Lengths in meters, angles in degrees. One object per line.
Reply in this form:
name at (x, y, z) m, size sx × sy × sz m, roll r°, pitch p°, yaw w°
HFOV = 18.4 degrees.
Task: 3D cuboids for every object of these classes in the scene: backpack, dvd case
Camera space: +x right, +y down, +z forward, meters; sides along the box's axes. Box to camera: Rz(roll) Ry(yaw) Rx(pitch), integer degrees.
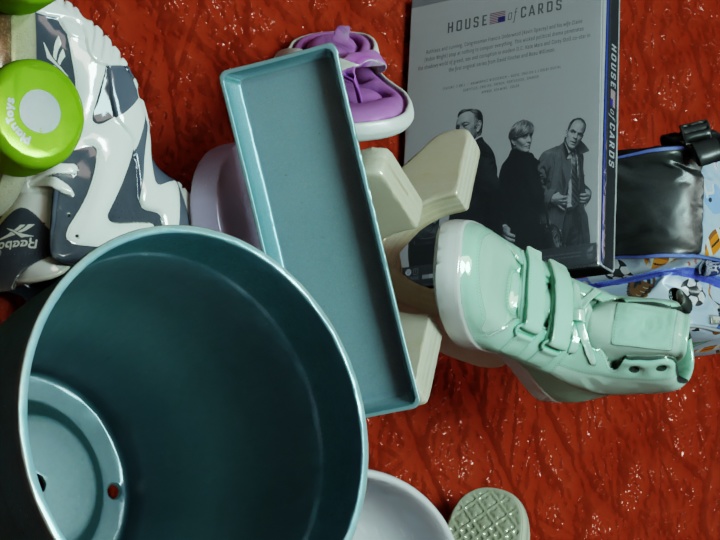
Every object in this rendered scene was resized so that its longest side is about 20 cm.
backpack at (0.192, -0.015, 1.465) m, size 0.190 × 0.199 × 0.156 m, roll 0°, pitch 89°, yaw -50°
dvd case at (0.094, -0.089, 1.410) m, size 0.025 × 0.149 × 0.202 m, roll 25°, pitch 64°, yaw -52°

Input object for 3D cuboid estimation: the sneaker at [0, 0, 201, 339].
sneaker at (-0.174, -0.050, 1.205) m, size 0.130 × 0.079 × 0.200 m, roll -52°, pitch 125°, yaw -46°

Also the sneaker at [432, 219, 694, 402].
sneaker at (0.124, 0.018, 1.272) m, size 0.200 × 0.117 × 0.074 m, roll 37°, pitch 53°, yaw -53°

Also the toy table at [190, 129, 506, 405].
toy table at (0.000, 0.000, 1.291) m, size 0.200 × 0.116 × 0.185 m, roll 42°, pitch 48°, yaw -51°

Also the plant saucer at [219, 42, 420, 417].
plant saucer at (-0.020, -0.018, 1.206) m, size 0.019 × 0.069 × 0.202 m, roll -21°, pitch 98°, yaw -72°

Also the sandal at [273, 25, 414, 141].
sandal at (-0.019, -0.120, 1.308) m, size 0.082 × 0.203 × 0.050 m, roll -9°, pitch 110°, yaw -6°

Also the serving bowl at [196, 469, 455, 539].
serving bowl at (-0.037, 0.201, 1.263) m, size 0.199 × 0.066 × 0.202 m, roll -10°, pitch 108°, yaw -32°

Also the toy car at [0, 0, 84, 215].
toy car at (-0.261, -0.106, 1.092) m, size 0.199 × 0.164 × 0.159 m, roll 4°, pitch 78°, yaw -34°

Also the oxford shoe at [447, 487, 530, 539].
oxford shoe at (0.066, 0.235, 1.373) m, size 0.058 × 0.075 × 0.202 m, roll 66°, pitch 36°, yaw -61°

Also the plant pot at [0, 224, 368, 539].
plant pot at (-0.130, 0.098, 1.134) m, size 0.199 × 0.187 × 0.202 m, roll 13°, pitch 69°, yaw -35°
